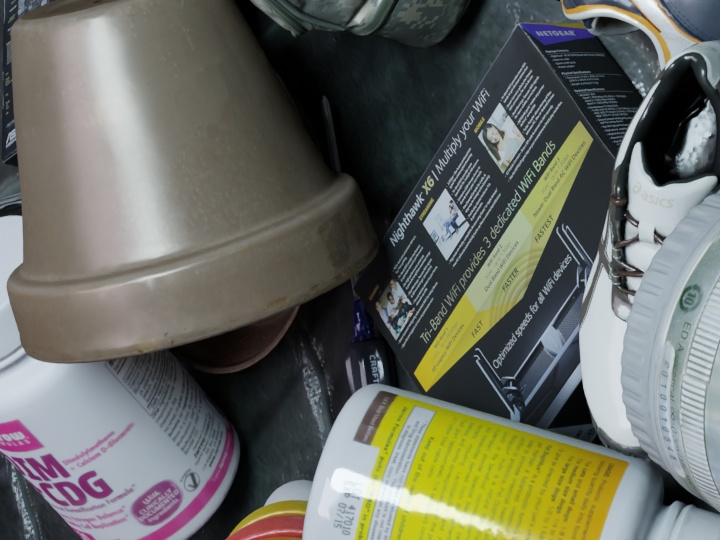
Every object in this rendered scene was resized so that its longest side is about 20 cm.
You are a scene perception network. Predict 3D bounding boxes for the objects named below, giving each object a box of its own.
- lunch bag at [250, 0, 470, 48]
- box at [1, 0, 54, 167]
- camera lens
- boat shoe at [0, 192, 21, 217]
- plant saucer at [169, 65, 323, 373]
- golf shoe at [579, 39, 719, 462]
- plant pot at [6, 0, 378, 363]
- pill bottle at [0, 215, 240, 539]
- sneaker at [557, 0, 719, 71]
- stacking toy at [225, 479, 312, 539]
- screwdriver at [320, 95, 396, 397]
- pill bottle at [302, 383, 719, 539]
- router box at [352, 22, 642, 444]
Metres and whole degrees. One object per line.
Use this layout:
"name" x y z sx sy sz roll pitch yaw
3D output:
"lunch bag" -0.040 -0.219 1.562 0.200 0.167 0.140 47 118 38
"box" -0.149 -0.167 1.767 0.200 0.043 0.161 -32 52 46
"camera lens" 0.232 0.054 1.283 0.200 0.159 0.161 23 111 46
"boat shoe" -0.164 -0.014 1.758 0.200 0.071 0.072 -4 91 49
"plant saucer" -0.077 -0.041 1.735 0.200 0.037 0.202 6 97 49
"golf shoe" 0.137 -0.012 1.370 0.077 0.094 0.201 11 89 22
"plant pot" -0.107 -0.064 1.561 0.200 0.200 0.175 0 109 50
"pill bottle" -0.167 0.068 1.714 0.113 0.200 0.114 -25 36 20
"sneaker" 0.117 -0.168 1.461 0.200 0.078 0.080 47 121 34
"stacking toy" -0.038 0.172 1.623 0.200 0.145 0.147 -88 16 -63
"screwdriver" 0.000 0.000 1.657 0.029 0.028 0.201 -6 88 19
"pill bottle" 0.079 0.132 1.462 0.199 0.109 0.110 15 108 13
"router box" 0.092 -0.003 1.526 0.158 0.052 0.200 57 133 30
